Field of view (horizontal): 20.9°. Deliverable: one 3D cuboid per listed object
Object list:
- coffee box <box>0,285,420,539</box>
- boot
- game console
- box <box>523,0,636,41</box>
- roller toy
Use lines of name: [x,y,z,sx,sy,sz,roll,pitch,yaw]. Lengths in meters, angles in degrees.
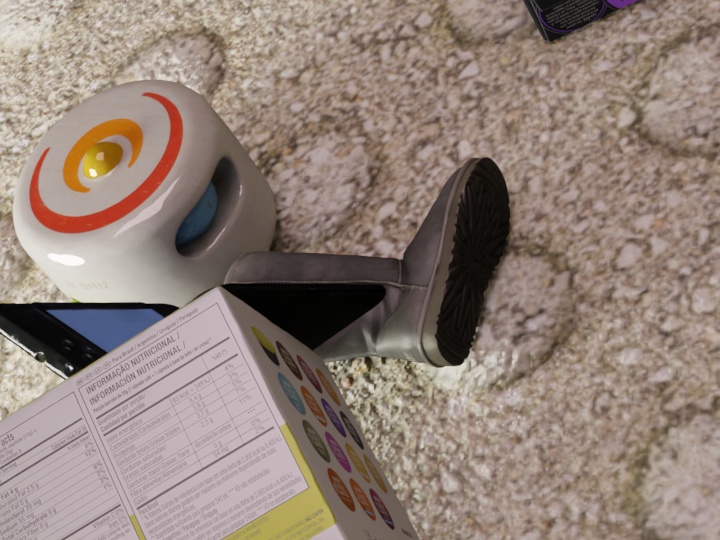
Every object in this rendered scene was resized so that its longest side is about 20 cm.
coffee box: [-0.096,0.160,1.229,0.200,0.200,0.198,-32,67,7]
boot: [-0.001,-0.002,1.442,0.200,0.073,0.182,-2,54,38]
game console: [-0.116,0.024,1.330,0.176,0.200,0.117,31,106,31]
box: [0.160,-0.300,1.546,0.122,0.106,0.200,-24,45,12]
roller toy: [-0.172,-0.052,1.528,0.182,0.140,0.200,-28,45,9]
